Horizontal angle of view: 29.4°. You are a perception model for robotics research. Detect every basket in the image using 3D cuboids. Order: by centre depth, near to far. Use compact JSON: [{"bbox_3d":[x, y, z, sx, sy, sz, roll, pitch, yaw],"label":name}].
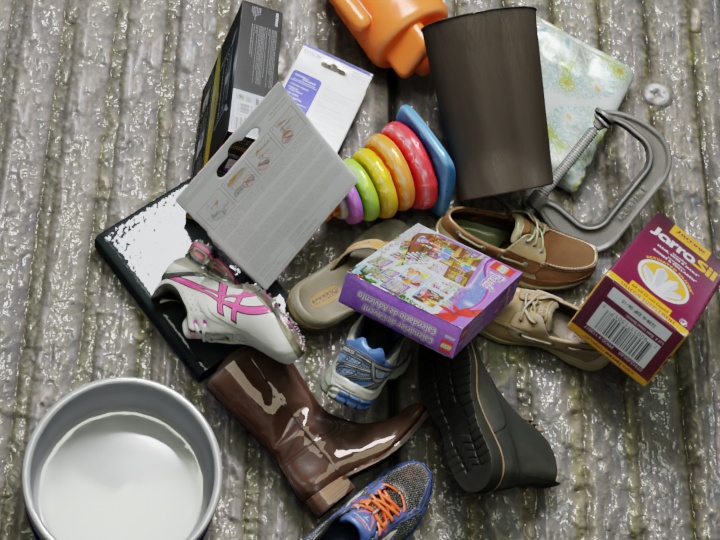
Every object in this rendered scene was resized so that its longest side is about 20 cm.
[{"bbox_3d":[0.152,-0.189,1.585,0.134,0.180,0.203,-9,94,12],"label":"basket"}]

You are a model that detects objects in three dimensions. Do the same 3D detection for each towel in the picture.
[{"bbox_3d":[0.234,-0.214,1.716,0.170,0.048,0.201,29,63,4],"label":"towel"}]

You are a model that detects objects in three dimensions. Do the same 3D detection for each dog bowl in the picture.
[{"bbox_3d":[-0.241,0.215,1.393,0.197,0.079,0.202,5,64,-10],"label":"dog bowl"}]

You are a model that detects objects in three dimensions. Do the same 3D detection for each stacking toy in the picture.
[{"bbox_3d":[0.001,-0.092,1.574,0.199,0.117,0.110,-28,62,-17],"label":"stacking toy"}]

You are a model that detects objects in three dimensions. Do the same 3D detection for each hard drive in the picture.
[{"bbox_3d":[-0.183,0.006,1.532,0.139,0.033,0.200,-34,75,-23],"label":"hard drive"}]

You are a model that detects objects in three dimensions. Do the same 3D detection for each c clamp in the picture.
[{"bbox_3d":[0.267,-0.115,1.646,0.171,0.027,0.200,45,91,1],"label":"c clamp"}]

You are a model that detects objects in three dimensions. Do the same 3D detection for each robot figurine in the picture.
[{"bbox_3d":[0.031,-0.332,1.695,0.143,0.117,0.201,-31,75,-12],"label":"robot figurine"}]

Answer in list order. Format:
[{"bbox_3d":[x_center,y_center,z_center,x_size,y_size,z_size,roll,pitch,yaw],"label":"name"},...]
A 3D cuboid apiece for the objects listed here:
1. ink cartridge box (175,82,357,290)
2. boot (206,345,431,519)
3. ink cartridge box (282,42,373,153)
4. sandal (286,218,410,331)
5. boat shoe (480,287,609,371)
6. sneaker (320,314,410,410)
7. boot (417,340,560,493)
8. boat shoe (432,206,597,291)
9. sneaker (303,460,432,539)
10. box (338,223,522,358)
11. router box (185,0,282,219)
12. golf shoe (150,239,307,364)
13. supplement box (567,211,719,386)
[{"bbox_3d":[-0.103,-0.092,1.437,0.163,0.200,0.057,-49,49,-6],"label":"ink cartridge box"},{"bbox_3d":[-0.045,0.134,1.469,0.186,0.064,0.200,-36,80,-29],"label":"boot"},{"bbox_3d":[-0.065,-0.169,1.638,0.099,0.039,0.201,25,64,1],"label":"ink cartridge box"},{"bbox_3d":[0.000,0.000,1.550,0.199,0.054,0.080,-33,76,-37],"label":"sandal"},{"bbox_3d":[0.203,0.051,1.570,0.198,0.065,0.072,19,62,-2],"label":"boat shoe"},{"bbox_3d":[0.024,0.073,1.473,0.076,0.086,0.200,27,26,2],"label":"sneaker"},{"bbox_3d":[0.141,0.147,1.497,0.137,0.077,0.202,11,60,-45],"label":"boot"},{"bbox_3d":[0.181,-0.029,1.596,0.197,0.074,0.076,7,55,-8],"label":"boat shoe"},{"bbox_3d":[0.005,0.267,1.418,0.075,0.079,0.200,45,65,11],"label":"sneaker"},{"bbox_3d":[0.078,0.017,1.470,0.136,0.039,0.200,26,25,16],"label":"box"},{"bbox_3d":[-0.141,-0.174,1.537,0.052,0.158,0.202,15,52,-17],"label":"router box"},{"bbox_3d":[-0.137,0.051,1.443,0.092,0.073,0.199,-45,52,-14],"label":"golf shoe"},{"bbox_3d":[0.328,0.028,1.550,0.110,0.086,0.200,38,35,9],"label":"supplement box"}]
